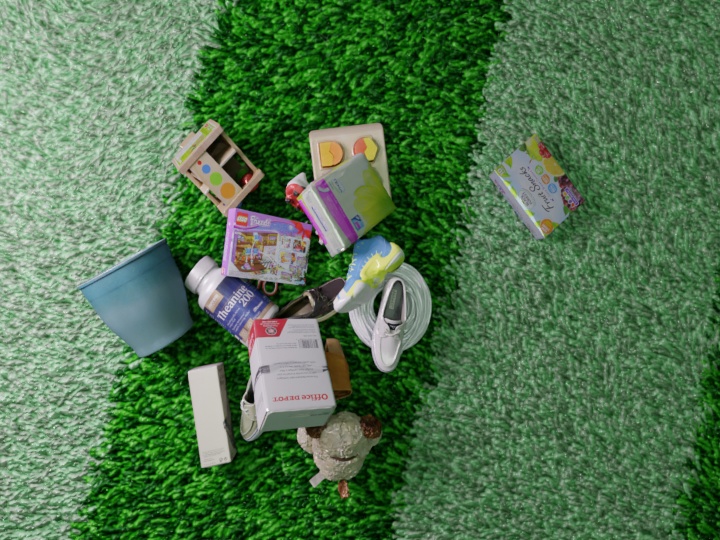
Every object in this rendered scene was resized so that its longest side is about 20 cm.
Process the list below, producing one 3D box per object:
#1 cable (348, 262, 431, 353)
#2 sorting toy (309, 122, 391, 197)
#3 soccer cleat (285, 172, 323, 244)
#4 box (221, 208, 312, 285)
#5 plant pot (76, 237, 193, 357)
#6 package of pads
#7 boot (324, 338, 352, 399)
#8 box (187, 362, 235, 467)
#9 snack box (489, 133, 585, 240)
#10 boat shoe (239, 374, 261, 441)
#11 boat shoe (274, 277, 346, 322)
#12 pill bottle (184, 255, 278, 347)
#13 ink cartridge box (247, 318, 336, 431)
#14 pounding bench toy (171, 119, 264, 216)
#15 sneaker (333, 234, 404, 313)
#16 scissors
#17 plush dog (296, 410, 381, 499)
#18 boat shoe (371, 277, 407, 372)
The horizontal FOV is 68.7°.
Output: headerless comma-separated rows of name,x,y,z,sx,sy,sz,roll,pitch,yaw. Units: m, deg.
cable,0.068,0.084,1.210,0.197,0.069,0.203,-36,88,-7
sorting toy,-0.022,-0.241,1.239,0.177,0.036,0.209,-8,87,-6
soccer cleat,-0.089,-0.131,1.190,0.200,0.068,0.087,46,44,-20
box,-0.202,-0.048,1.155,0.195,0.038,0.143,9,87,-39
plant pot,-0.452,0.066,1.107,0.195,0.200,0.193,-28,103,-6
package of pads,-0.029,-0.150,1.152,0.199,0.067,0.157,-38,99,-37
boot,-0.119,0.223,1.148,0.193,0.072,0.147,-4,45,-11
box,-0.323,0.312,1.152,0.066,0.082,0.209,-9,88,-5
snack box,0.424,-0.200,1.270,0.141,0.053,0.202,-39,90,-5
boat shoe,-0.229,0.280,1.139,0.061,0.072,0.206,5,113,-44
boat shoe,-0.105,0.076,1.175,0.198,0.066,0.073,-39,51,-19
pill bottle,-0.284,0.064,1.156,0.198,0.111,0.112,39,84,-2
ink cartridge box,-0.141,0.205,1.052,0.139,0.085,0.205,2,48,-24
pounding bench toy,-0.319,-0.230,1.175,0.125,0.199,0.156,-46,122,-4
sneaker,0.000,0.000,1.153,0.198,0.076,0.105,-38,67,-16
scissors,-0.193,-0.038,1.220,0.071,0.014,0.206,25,85,-3
plush dog,-0.041,0.363,1.107,0.191,0.176,0.164,-1,44,-4
boat shoe,0.068,0.117,1.138,0.069,0.066,0.208,12,84,-4
